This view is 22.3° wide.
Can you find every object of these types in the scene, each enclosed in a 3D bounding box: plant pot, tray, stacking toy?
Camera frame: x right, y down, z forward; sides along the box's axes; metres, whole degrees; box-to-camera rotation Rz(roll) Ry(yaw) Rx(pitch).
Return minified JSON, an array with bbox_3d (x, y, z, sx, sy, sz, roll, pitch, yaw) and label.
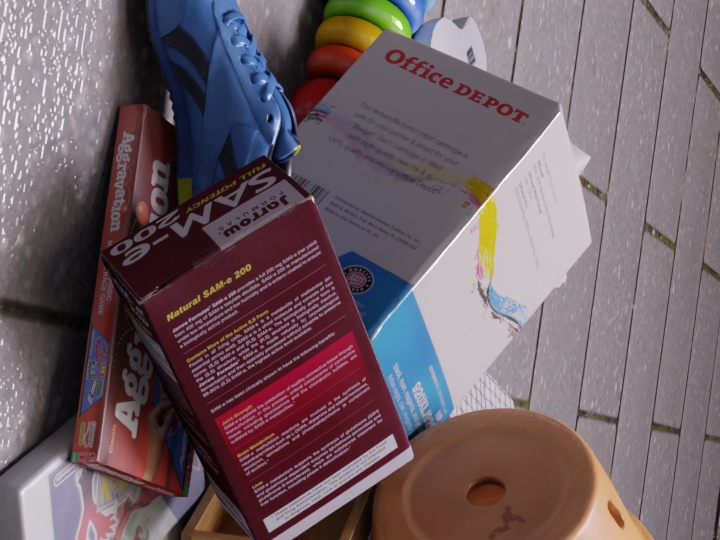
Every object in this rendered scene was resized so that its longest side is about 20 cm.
[{"bbox_3d":[0.089,0.180,1.123,0.200,0.199,0.140,-63,147,-43],"label":"plant pot"},{"bbox_3d":[-0.035,0.135,1.160,0.200,0.098,0.037,-60,153,-63],"label":"tray"},{"bbox_3d":[0.000,-0.164,1.252,0.201,0.085,0.085,-65,154,-24],"label":"stacking toy"}]

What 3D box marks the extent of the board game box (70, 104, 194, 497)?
[{"bbox_3d":[-0.115,0.019,1.025,0.103,0.019,0.201,34,58,-60],"label":"board game box"}]

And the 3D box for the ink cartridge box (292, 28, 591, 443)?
[{"bbox_3d":[0.027,-0.020,1.165,0.200,0.147,0.145,-48,146,-19],"label":"ink cartridge box"}]

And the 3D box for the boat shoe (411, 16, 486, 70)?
[{"bbox_3d":[0.053,-0.151,1.361,0.200,0.056,0.069,-40,117,-74],"label":"boat shoe"}]

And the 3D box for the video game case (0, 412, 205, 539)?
[{"bbox_3d":[-0.140,0.159,1.040,0.200,0.023,0.183,-44,137,-60],"label":"video game case"}]

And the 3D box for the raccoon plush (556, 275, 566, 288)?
[{"bbox_3d":[0.075,-0.057,1.402,0.200,0.096,0.135,1,96,-47],"label":"raccoon plush"}]

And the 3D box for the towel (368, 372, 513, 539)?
[{"bbox_3d":[0.061,0.161,1.443,0.166,0.085,0.201,45,36,-55],"label":"towel"}]

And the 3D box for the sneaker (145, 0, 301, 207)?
[{"bbox_3d":[-0.068,-0.103,1.026,0.066,0.078,0.201,-26,109,-63],"label":"sneaker"}]

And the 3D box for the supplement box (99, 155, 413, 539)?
[{"bbox_3d":[-0.053,0.050,1.005,0.109,0.061,0.201,-32,129,-15],"label":"supplement box"}]

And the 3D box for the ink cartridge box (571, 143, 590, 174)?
[{"bbox_3d":[0.108,-0.091,1.490,0.050,0.109,0.200,-57,169,23],"label":"ink cartridge box"}]
